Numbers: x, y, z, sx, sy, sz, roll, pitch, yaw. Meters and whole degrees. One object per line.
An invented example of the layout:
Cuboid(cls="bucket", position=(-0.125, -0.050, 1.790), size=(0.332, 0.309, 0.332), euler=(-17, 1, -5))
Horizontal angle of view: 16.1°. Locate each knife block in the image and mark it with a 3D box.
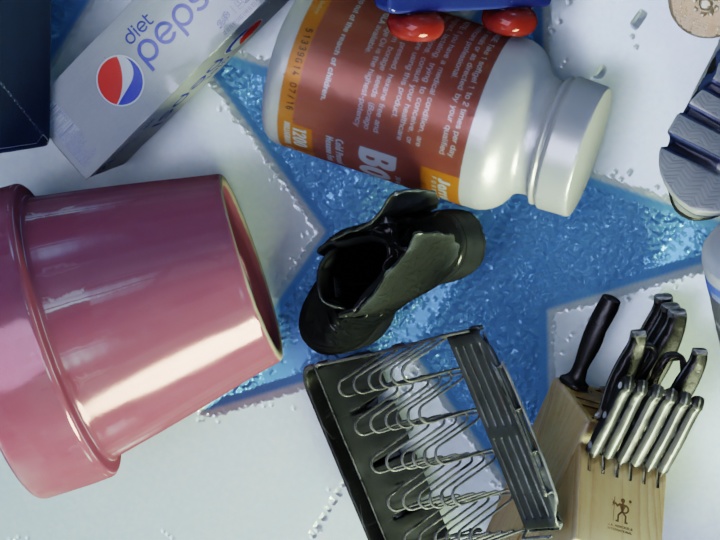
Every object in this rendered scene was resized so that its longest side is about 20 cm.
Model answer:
Cuboid(cls="knife block", position=(0.145, 0.110, 1.624), size=(0.064, 0.176, 0.200), euler=(17, 152, -20))

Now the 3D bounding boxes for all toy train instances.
Cuboid(cls="toy train", position=(0.074, -0.197, 1.575), size=(0.116, 0.200, 0.085), euler=(28, 118, 51))

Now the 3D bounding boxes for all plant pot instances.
Cuboid(cls="plant pot", position=(-0.153, 0.025, 1.641), size=(0.179, 0.200, 0.200), euler=(-19, 95, 3))

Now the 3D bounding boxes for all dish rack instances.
Cuboid(cls="dish rack", position=(0.048, 0.113, 1.605), size=(0.200, 0.055, 0.154), euler=(-17, 97, 64))

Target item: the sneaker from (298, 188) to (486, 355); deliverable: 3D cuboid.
Cuboid(cls="sneaker", position=(0.001, 0.003, 1.595), size=(0.200, 0.104, 0.060), euler=(-32, 74, 41))

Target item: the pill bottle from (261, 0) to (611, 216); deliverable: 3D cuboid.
Cuboid(cls="pill bottle", position=(0.048, -0.104, 1.586), size=(0.200, 0.112, 0.112), euler=(19, 105, 12))

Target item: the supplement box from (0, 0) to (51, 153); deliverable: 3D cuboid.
Cuboid(cls="supplement box", position=(-0.314, -0.182, 1.631), size=(0.200, 0.134, 0.200), euler=(11, 105, 37))

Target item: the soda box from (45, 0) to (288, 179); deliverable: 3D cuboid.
Cuboid(cls="soda box", position=(-0.121, -0.150, 1.649), size=(0.200, 0.068, 0.063), euler=(-43, 86, 20))

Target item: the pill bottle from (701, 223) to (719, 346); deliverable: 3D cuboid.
Cuboid(cls="pill bottle", position=(0.277, 0.063, 1.531), size=(0.114, 0.114, 0.200), euler=(-8, 118, 17))

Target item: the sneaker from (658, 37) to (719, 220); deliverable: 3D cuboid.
Cuboid(cls="sneaker", position=(0.238, -0.109, 1.550), size=(0.081, 0.115, 0.200), euler=(33, 79, 6))

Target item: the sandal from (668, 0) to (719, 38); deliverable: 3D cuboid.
Cuboid(cls="sandal", position=(0.226, -0.241, 1.529), size=(0.078, 0.070, 0.212), euler=(14, 104, 13))
